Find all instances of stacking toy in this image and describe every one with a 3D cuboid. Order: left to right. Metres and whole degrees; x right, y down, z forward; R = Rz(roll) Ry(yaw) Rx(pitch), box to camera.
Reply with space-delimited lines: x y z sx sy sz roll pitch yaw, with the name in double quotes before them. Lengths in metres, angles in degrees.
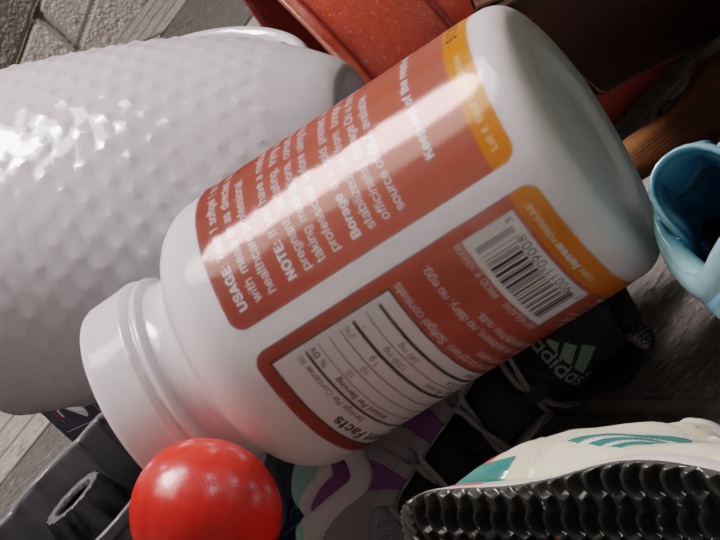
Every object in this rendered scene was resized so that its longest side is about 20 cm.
"stacking toy" -0.071 0.157 0.899 0.085 0.085 0.201 172 111 -69

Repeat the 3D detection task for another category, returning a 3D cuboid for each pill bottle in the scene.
"pill bottle" 0.000 0.000 0.950 0.199 0.112 0.112 -32 18 17

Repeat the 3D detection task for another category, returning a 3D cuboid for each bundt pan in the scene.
"bundt pan" -0.104 0.127 1.164 0.202 0.076 0.202 -42 12 11

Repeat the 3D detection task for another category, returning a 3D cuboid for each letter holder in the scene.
"letter holder" 0.116 -0.157 1.025 0.141 0.101 0.200 -24 -12 15

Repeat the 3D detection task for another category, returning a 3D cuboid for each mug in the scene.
"mug" -0.076 -0.042 1.118 0.174 0.148 0.201 -11 35 15

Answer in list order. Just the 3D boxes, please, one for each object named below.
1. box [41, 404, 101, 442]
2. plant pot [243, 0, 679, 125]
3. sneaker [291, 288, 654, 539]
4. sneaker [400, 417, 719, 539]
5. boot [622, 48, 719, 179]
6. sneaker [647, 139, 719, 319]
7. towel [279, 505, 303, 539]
"box" -0.081 0.007 1.402 0.115 0.132 0.200 -26 26 50
"plant pot" 0.071 -0.135 1.230 0.195 0.201 0.201 -41 13 -4
"sneaker" 0.055 0.046 1.000 0.139 0.078 0.201 -11 55 45
"sneaker" 0.102 0.071 0.790 0.093 0.071 0.199 -30 12 -35
"boot" 0.149 -0.081 1.005 0.188 0.069 0.200 -44 8 -40
"sneaker" 0.136 -0.022 0.913 0.074 0.082 0.200 -46 13 3
"towel" -0.019 0.109 1.162 0.145 0.024 0.200 -44 14 16
